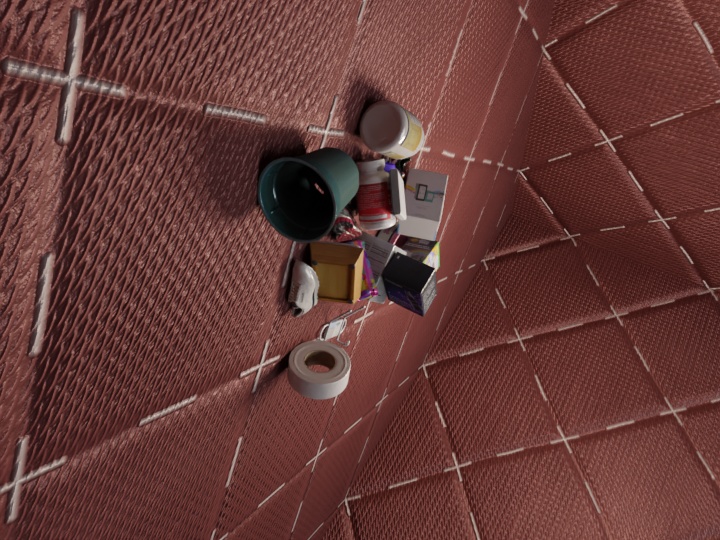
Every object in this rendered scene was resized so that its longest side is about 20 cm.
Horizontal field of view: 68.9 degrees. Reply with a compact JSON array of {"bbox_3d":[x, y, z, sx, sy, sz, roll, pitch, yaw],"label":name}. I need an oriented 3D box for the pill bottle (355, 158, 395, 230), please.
[{"bbox_3d":[0.041,-0.230,1.573,0.112,0.112,0.201,-32,119,-54],"label":"pill bottle"}]

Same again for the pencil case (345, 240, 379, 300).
[{"bbox_3d":[0.000,0.000,1.680,0.088,0.088,0.200,19,51,-68],"label":"pencil case"}]

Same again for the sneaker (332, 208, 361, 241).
[{"bbox_3d":[-0.046,-0.142,1.581,0.200,0.080,0.075,71,2,-74],"label":"sneaker"}]

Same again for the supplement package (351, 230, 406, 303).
[{"bbox_3d":[0.035,-0.011,1.794,0.200,0.150,0.152,-66,158,2],"label":"supplement package"}]

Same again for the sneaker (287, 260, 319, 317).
[{"bbox_3d":[-0.171,0.056,1.507,0.080,0.076,0.200,-39,147,-31],"label":"sneaker"}]

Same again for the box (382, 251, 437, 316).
[{"bbox_3d":[0.168,0.048,1.761,0.104,0.148,0.200,-57,157,-19],"label":"box"}]

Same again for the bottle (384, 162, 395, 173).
[{"bbox_3d":[0.053,-0.244,1.662,0.065,0.083,0.200,-86,-171,-73],"label":"bottle"}]

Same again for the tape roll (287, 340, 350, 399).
[{"bbox_3d":[-0.133,0.316,1.688,0.202,0.202,0.071,-39,146,-49],"label":"tape roll"}]

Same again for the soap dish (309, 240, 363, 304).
[{"bbox_3d":[-0.075,0.011,1.553,0.081,0.157,0.200,-79,175,-47],"label":"soap dish"}]

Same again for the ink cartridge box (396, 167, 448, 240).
[{"bbox_3d":[0.222,-0.238,1.895,0.147,0.146,0.200,91,11,-66],"label":"ink cartridge box"}]

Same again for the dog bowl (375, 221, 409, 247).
[{"bbox_3d":[0.116,-0.093,2.003,0.200,0.074,0.200,-48,152,-36],"label":"dog bowl"}]

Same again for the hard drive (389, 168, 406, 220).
[{"bbox_3d":[0.114,-0.226,1.591,0.200,0.027,0.132,-5,91,-81],"label":"hard drive"}]

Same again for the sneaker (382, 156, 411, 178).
[{"bbox_3d":[0.098,-0.310,1.710,0.200,0.086,0.080,-66,157,5],"label":"sneaker"}]

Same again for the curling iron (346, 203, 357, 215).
[{"bbox_3d":[-0.036,-0.204,1.597,0.200,0.026,0.050,13,94,-68],"label":"curling iron"}]

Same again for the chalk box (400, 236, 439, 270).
[{"bbox_3d":[0.226,-0.045,2.013,0.200,0.124,0.124,-47,141,-40],"label":"chalk box"}]

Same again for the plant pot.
[{"bbox_3d":[-0.106,-0.195,1.243,0.196,0.200,0.201,-48,154,-54],"label":"plant pot"}]

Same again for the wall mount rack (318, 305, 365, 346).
[{"bbox_3d":[-0.065,0.199,1.892,0.200,0.074,0.174,-9,121,-66],"label":"wall mount rack"}]

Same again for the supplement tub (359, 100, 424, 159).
[{"bbox_3d":[0.098,-0.404,1.532,0.200,0.144,0.145,-8,120,-65],"label":"supplement tub"}]
